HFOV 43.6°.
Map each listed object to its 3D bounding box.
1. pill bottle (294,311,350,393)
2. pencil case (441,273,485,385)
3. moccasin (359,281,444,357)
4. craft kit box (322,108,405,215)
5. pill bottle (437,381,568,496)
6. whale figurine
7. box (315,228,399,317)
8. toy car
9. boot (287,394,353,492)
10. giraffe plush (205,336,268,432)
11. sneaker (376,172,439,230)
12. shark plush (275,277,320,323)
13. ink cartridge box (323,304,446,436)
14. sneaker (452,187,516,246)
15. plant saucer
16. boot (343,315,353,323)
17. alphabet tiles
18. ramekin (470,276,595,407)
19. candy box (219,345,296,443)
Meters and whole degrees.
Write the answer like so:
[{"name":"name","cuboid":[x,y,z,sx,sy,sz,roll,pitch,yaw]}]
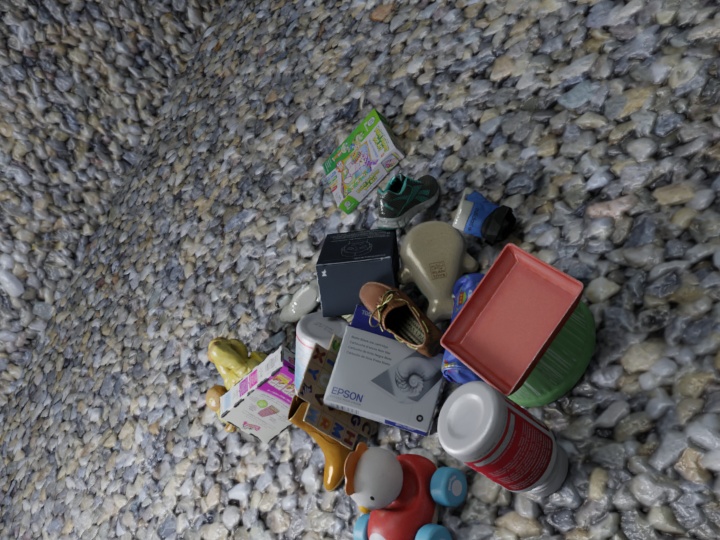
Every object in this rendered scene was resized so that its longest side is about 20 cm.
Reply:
[{"name":"pill bottle","cuboid":[-0.073,0.191,1.729,0.109,0.107,0.203,-123,32,-55]},{"name":"pencil case","cuboid":[0.189,0.103,1.567,0.086,0.078,0.203,-10,54,32]},{"name":"moccasin","cuboid":[0.062,0.081,1.585,0.074,0.077,0.202,-52,50,11]},{"name":"craft kit box","cuboid":[0.003,-0.262,2.151,0.197,0.048,0.201,-43,36,15]},{"name":"pill bottle","cuboid":[0.211,0.251,1.302,0.111,0.199,0.114,-32,39,31]},{"name":"whale figurine","cuboid":[0.145,0.010,1.698,0.156,0.104,0.204,-11,67,0]},{"name":"box","cuboid":[0.000,0.000,1.757,0.145,0.109,0.200,-5,18,7]},{"name":"toy car","cuboid":[0.033,0.360,1.440,0.183,0.199,0.180,-8,55,49]},{"name":"boot","cuboid":[-0.076,0.298,1.663,0.070,0.142,0.205,16,86,60]},{"name":"giraffe plush","cuboid":[-0.274,0.263,1.990,0.198,0.172,0.164,30,97,24]},{"name":"sneaker","cuboid":[0.097,-0.162,1.844,0.076,0.093,0.200,5,31,34]},{"name":"shark plush","cuboid":[-0.117,0.042,2.030,0.202,0.090,0.083,-56,3,9]},{"name":"ink cartridge box","cuboid":[0.054,0.170,1.606,0.041,0.196,0.203,88,-162,-66]},{"name":"sneaker","cuboid":[0.235,-0.099,1.696,0.200,0.109,0.078,-54,-15,-78]},{"name":"plant saucer","cuboid":[0.236,0.077,1.387,0.201,0.036,0.200,-55,32,2]},{"name":"boot","cuboid":[0.003,0.146,1.773,0.200,0.072,0.155,-43,32,13]},{"name":"alphabet tiles","cuboid":[-0.031,0.222,1.639,0.006,0.199,0.169,-4,58,46]},{"name":"ramekin","cuboid":[0.268,0.106,1.445,0.199,0.097,0.203,-32,40,31]},{"name":"candy box","cuboid":[-0.179,0.258,1.857,0.199,0.136,0.062,-40,35,22]}]
